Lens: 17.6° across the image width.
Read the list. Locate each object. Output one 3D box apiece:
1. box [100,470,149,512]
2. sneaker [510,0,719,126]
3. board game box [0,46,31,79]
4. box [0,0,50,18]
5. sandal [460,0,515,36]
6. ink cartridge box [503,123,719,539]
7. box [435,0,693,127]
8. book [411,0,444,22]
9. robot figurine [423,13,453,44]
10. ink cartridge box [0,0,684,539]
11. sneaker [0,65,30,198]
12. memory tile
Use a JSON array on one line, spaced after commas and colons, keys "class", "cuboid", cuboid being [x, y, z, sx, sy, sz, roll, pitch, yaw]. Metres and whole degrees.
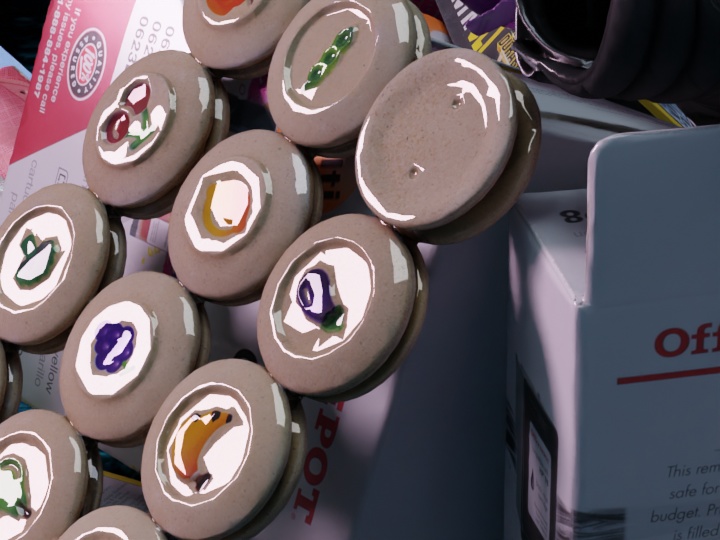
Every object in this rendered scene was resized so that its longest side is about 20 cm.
[{"class": "box", "cuboid": [-0.154, 0.091, 0.702, 0.199, 0.049, 0.117, 15, 30, 26]}, {"class": "sneaker", "cuboid": [0.083, -0.072, 0.608, 0.099, 0.071, 0.200, 5, -1, -6]}, {"class": "board game box", "cuboid": [-0.215, -0.045, 0.936, 0.200, 0.039, 0.158, 41, 70, 17]}, {"class": "box", "cuboid": [-0.256, -0.192, 1.157, 0.199, 0.105, 0.182, -6, -10, -9]}, {"class": "sandal", "cuboid": [0.039, -0.094, 0.717, 0.202, 0.050, 0.082, 0, -10, 34]}, {"class": "ink cartridge box", "cuboid": [0.101, 0.040, 0.613, 0.115, 0.201, 0.067, -6, 26, -11]}, {"class": "box", "cuboid": [0.104, -0.059, 0.901, 0.160, 0.049, 0.200, 38, 15, -19]}, {"class": "book", "cuboid": [0.005, -0.122, 1.032, 0.199, 0.048, 0.134, 7, -21, -13]}, {"class": "robot figurine", "cuboid": [-0.028, -0.062, 0.936, 0.200, 0.144, 0.117, 22, 44, 26]}, {"class": "ink cartridge box", "cuboid": [0.000, 0.000, 0.728, 0.144, 0.146, 0.200, 7, 12, -45]}, {"class": "sneaker", "cuboid": [-0.119, -0.036, 0.870, 0.199, 0.074, 0.087, 13, 65, -7]}, {"class": "memory tile", "cuboid": [-0.049, 0.004, 0.635, 0.017, 0.200, 0.153, 31, 9, -46]}]
